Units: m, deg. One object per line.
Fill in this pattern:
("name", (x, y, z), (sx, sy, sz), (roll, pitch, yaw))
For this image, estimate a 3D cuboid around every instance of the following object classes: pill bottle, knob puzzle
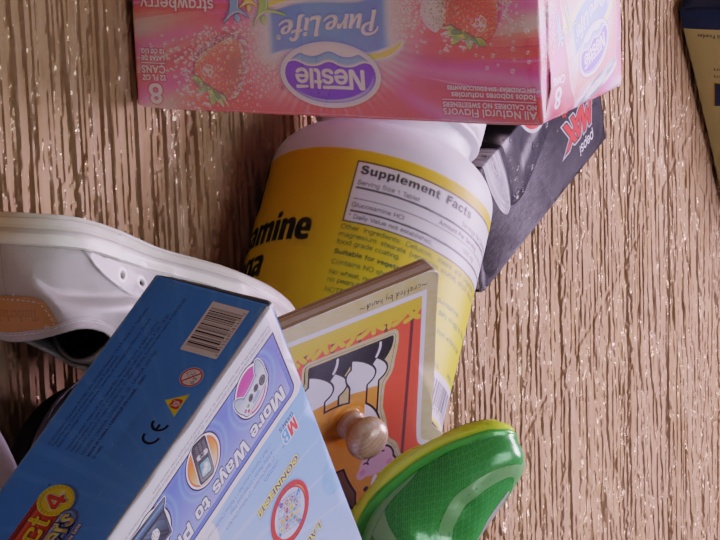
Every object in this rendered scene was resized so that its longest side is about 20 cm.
("pill bottle", (0.000, 0.000, 1.339), (0.112, 0.112, 0.200), (50, 50, -56))
("knob puzzle", (-0.036, 0.111, 1.213), (0.219, 0.030, 0.220), (-25, 132, -31))

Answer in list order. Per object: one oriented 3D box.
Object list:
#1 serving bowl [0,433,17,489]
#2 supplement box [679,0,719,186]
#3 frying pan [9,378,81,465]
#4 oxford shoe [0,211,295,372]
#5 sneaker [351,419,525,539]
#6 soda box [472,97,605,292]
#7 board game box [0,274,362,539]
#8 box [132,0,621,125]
("serving bowl", (-0.177, 0.126, 1.035), (0.200, 0.066, 0.200), (-18, 110, -62))
("supplement box", (0.335, -0.178, 2.003), (0.200, 0.134, 0.200), (70, 34, -42))
("frying pan", (-0.112, 0.072, 1.202), (0.115, 0.031, 0.190), (69, 34, -48))
("oxford shoe", (-0.097, 0.019, 1.183), (0.200, 0.075, 0.058), (18, 73, -58))
("sneaker", (0.016, 0.156, 1.218), (0.200, 0.084, 0.074), (-54, 154, -2))
("soda box", (0.073, -0.063, 1.544), (0.200, 0.063, 0.071), (-50, 137, -53))
("board game box", (-0.080, 0.141, 1.074), (0.200, 0.056, 0.196), (-56, 145, -32))
("box", (0.007, -0.122, 1.230), (0.103, 0.200, 0.095), (-29, 119, -62))
